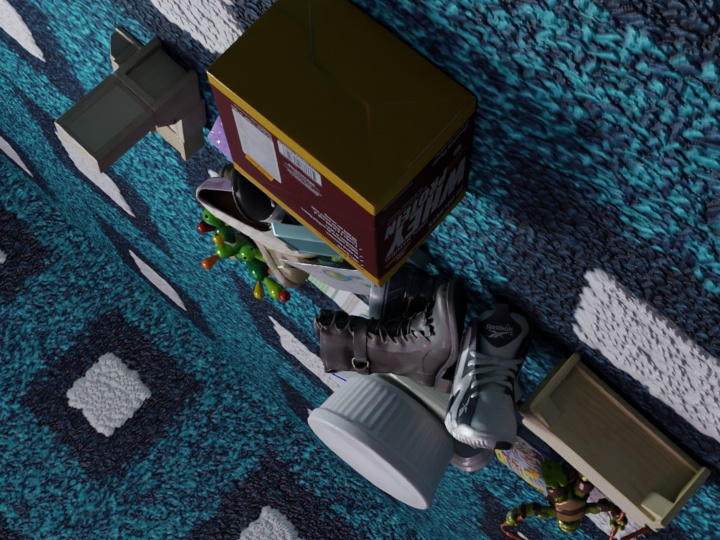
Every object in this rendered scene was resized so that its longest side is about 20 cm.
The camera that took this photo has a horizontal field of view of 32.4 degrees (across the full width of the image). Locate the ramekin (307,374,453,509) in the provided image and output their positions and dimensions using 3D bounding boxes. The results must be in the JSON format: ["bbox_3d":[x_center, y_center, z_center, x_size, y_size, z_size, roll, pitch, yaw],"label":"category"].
[{"bbox_3d":[0.035,0.222,1.651,0.202,0.094,0.202,35,164,11],"label":"ramekin"}]

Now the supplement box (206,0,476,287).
[{"bbox_3d":[-0.013,-0.122,1.134,0.197,0.133,0.200,39,166,14],"label":"supplement box"}]

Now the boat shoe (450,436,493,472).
[{"bbox_3d":[0.126,0.196,1.730,0.200,0.071,0.069,-118,6,-52],"label":"boat shoe"}]

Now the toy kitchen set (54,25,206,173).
[{"bbox_3d":[-0.328,-0.212,1.659,0.163,0.180,0.200,42,162,12],"label":"toy kitchen set"}]

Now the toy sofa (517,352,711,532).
[{"bbox_3d":[0.273,0.188,1.350,0.200,0.083,0.098,41,171,9],"label":"toy sofa"}]

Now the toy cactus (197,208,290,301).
[{"bbox_3d":[-0.203,-0.025,2.086,0.200,0.102,0.165,39,178,-16],"label":"toy cactus"}]

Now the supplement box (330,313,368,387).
[{"bbox_3d":[0.044,0.164,1.835,0.103,0.101,0.200,24,162,33],"label":"supplement box"}]

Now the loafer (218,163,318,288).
[{"bbox_3d":[-0.123,-0.072,1.741,0.067,0.076,0.200,-31,97,33],"label":"loafer"}]

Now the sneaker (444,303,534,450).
[{"bbox_3d":[0.144,0.106,1.360,0.079,0.130,0.199,11,-163,7],"label":"sneaker"}]

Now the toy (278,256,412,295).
[{"bbox_3d":[0.000,0.000,1.618,0.200,0.047,0.115,14,168,48],"label":"toy"}]

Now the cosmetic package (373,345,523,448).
[{"bbox_3d":[0.103,0.132,1.628,0.200,0.104,0.073,34,164,38],"label":"cosmetic package"}]

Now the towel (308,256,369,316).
[{"bbox_3d":[-0.032,0.018,1.844,0.200,0.031,0.149,41,168,0],"label":"towel"}]

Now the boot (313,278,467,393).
[{"bbox_3d":[0.030,0.073,1.438,0.173,0.069,0.200,11,138,6],"label":"boot"}]

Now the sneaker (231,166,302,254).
[{"bbox_3d":[-0.084,-0.086,1.552,0.088,0.074,0.200,-9,156,28],"label":"sneaker"}]

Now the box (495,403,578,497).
[{"bbox_3d":[0.241,0.254,1.731,0.136,0.038,0.200,36,164,30],"label":"box"}]

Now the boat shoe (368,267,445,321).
[{"bbox_3d":[0.054,0.066,1.524,0.091,0.071,0.200,9,148,3],"label":"boat shoe"}]

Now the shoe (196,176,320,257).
[{"bbox_3d":[-0.133,-0.070,1.674,0.199,0.070,0.053,23,-177,7],"label":"shoe"}]

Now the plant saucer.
[{"bbox_3d":[-0.014,-0.029,1.488,0.199,0.019,0.070,7,164,33],"label":"plant saucer"}]

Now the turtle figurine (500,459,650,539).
[{"bbox_3d":[0.286,0.302,1.636,0.199,0.065,0.162,1,139,6],"label":"turtle figurine"}]

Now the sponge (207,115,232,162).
[{"bbox_3d":[-0.136,-0.163,1.583,0.112,0.030,0.200,44,165,-5],"label":"sponge"}]
